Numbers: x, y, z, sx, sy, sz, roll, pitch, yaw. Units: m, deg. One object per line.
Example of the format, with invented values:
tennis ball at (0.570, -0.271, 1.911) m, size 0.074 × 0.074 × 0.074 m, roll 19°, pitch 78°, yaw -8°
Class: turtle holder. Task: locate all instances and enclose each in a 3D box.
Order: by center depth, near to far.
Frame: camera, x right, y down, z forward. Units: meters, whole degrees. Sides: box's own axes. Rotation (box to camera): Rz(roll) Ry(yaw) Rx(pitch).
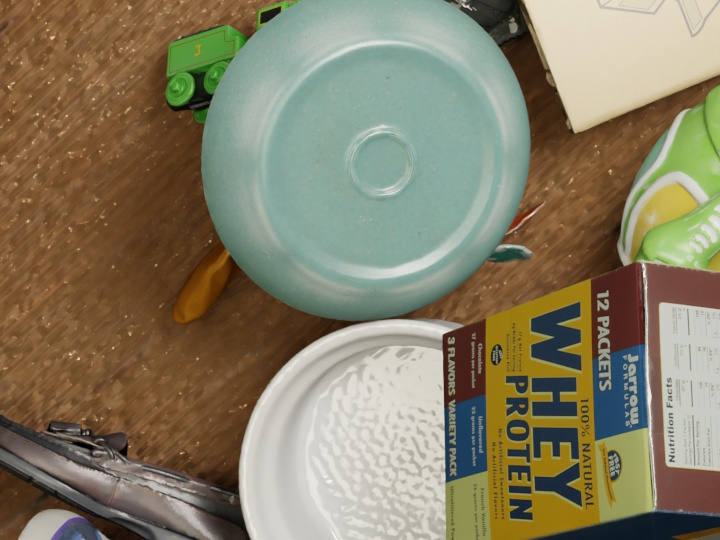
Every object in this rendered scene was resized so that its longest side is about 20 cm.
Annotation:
turtle holder at (0.222, -0.023, 1.494) m, size 0.132 × 0.186 × 0.141 m, roll -38°, pitch 114°, yaw 24°

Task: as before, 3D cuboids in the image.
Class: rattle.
rattle at (0.000, 0.000, 1.591) m, size 0.200 × 0.130 × 0.143 m, roll 9°, pitch 111°, yaw -18°

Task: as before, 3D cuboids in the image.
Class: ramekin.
ramekin at (0.032, 0.123, 1.584) m, size 0.200 × 0.098 × 0.201 m, roll 1°, pitch 97°, yaw 10°

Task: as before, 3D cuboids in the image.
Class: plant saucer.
plant saucer at (0.009, -0.064, 1.484) m, size 0.200 × 0.036 × 0.200 m, roll -3°, pitch 103°, yaw -14°

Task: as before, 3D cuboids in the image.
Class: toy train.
toy train at (-0.036, -0.138, 1.558) m, size 0.200 × 0.042 × 0.056 m, roll -14°, pitch 62°, yaw 31°

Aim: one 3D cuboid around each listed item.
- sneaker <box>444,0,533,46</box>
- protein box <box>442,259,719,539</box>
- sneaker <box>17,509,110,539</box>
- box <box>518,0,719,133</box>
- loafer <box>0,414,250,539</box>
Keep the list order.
sneaker at (0.065, -0.184, 1.562) m, size 0.200 × 0.060 × 0.104 m, roll -28°, pitch 93°, yaw 6°
protein box at (0.182, 0.091, 1.440) m, size 0.200 × 0.198 × 0.135 m, roll 8°, pitch 73°, yaw -30°
sneaker at (-0.132, 0.213, 1.572) m, size 0.146 × 0.200 × 0.081 m, roll 23°, pitch 82°, yaw 13°
box at (0.187, -0.194, 1.530) m, size 0.200 × 0.021 × 0.164 m, roll -22°, pitch 95°, yaw -4°
loafer at (-0.147, 0.134, 1.638) m, size 0.200 × 0.072 × 0.063 m, roll 27°, pitch 81°, yaw -1°
